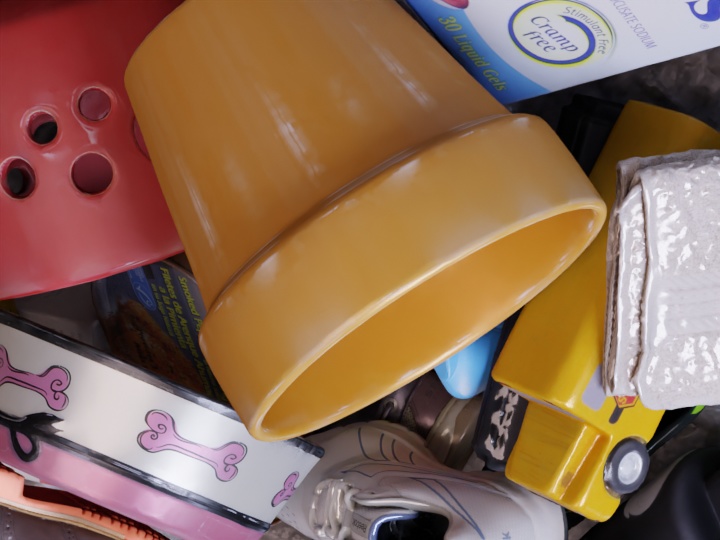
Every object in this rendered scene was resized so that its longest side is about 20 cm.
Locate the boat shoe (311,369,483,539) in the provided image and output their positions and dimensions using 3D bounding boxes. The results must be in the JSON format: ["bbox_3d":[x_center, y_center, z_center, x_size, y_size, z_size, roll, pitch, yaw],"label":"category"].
[{"bbox_3d":[0.005,0.133,1.619,0.065,0.072,0.200,39,122,13],"label":"boat shoe"}]

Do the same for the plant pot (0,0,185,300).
[{"bbox_3d":[-0.147,-0.098,1.504,0.200,0.200,0.183,-14,101,30],"label":"plant pot"}]

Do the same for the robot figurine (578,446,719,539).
[{"bbox_3d":[0.175,0.176,1.505,0.150,0.125,0.200,37,127,-11],"label":"robot figurine"}]

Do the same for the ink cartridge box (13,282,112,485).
[{"bbox_3d":[-0.232,0.051,1.691,0.199,0.068,0.117,11,118,20],"label":"ink cartridge box"}]

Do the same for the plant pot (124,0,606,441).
[{"bbox_3d":[-0.014,-0.049,1.359,0.200,0.200,0.184,-42,74,34],"label":"plant pot"}]

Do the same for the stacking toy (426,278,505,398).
[{"bbox_3d":[0.000,0.000,1.550,0.200,0.110,0.116,1,114,41],"label":"stacking toy"}]

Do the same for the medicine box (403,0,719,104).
[{"bbox_3d":[0.108,-0.190,1.346,0.200,0.103,0.182,-14,139,30],"label":"medicine box"}]

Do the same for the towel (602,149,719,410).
[{"bbox_3d":[0.212,-0.004,1.400,0.034,0.199,0.133,-134,39,-58],"label":"towel"}]

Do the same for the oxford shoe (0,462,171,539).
[{"bbox_3d":[-0.164,0.153,1.513,0.200,0.071,0.073,24,86,-16],"label":"oxford shoe"}]

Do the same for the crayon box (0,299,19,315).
[{"bbox_3d":[-0.248,-0.001,1.546,0.058,0.119,0.200,-10,116,16],"label":"crayon box"}]

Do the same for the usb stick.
[{"bbox_3d":[0.103,0.009,1.480,0.033,0.055,0.201,21,98,45],"label":"usb stick"}]

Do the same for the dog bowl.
[{"bbox_3d":[-0.123,0.088,1.498,0.200,0.200,0.074,22,86,15],"label":"dog bowl"}]

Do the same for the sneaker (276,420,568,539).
[{"bbox_3d":[0.014,0.125,1.509,0.200,0.087,0.075,8,98,43],"label":"sneaker"}]

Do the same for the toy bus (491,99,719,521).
[{"bbox_3d":[0.131,0.021,1.440,0.065,0.078,0.200,22,83,49],"label":"toy bus"}]

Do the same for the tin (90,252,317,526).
[{"bbox_3d":[-0.085,0.060,1.611,0.112,0.042,0.200,16,136,39],"label":"tin"}]

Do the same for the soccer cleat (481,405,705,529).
[{"bbox_3d":[0.121,0.093,1.533,0.068,0.081,0.200,45,124,0],"label":"soccer cleat"}]
